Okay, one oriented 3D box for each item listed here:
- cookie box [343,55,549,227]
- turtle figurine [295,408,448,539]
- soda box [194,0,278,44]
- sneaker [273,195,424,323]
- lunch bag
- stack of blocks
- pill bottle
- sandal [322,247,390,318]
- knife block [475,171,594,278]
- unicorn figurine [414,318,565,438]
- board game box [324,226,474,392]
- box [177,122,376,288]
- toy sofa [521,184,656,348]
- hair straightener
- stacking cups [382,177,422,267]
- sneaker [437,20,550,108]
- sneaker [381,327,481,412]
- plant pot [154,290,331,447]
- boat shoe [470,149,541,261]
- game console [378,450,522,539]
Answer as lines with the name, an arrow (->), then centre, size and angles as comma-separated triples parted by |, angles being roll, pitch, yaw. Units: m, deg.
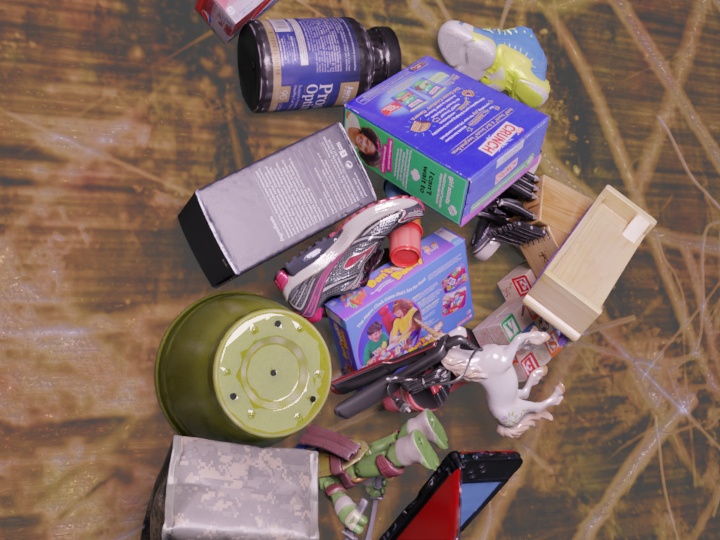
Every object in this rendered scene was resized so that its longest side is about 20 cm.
cookie box -> 0.103, -0.168, 0.957 | 0.199, 0.076, 0.170 | 35, 54, 27
turtle figurine -> 0.022, 0.267, 0.927 | 0.143, 0.192, 0.203 | 29, 36, -52
soda box -> -0.121, -0.388, 1.000 | 0.064, 0.070, 0.200 | 46, 69, -9
sneaker -> -0.005, -0.019, 0.916 | 0.199, 0.081, 0.075 | -36, 85, 0
lunch bag -> -0.149, 0.275, 0.840 | 0.161, 0.201, 0.119 | 11, 52, -17
stack of blocks -> 0.246, 0.055, 1.081 | 0.199, 0.058, 0.117 | -34, 98, -35
pill bottle -> -0.052, -0.267, 0.991 | 0.196, 0.112, 0.114 | -9, 87, -22
sandal -> 0.000, 0.000, 0.991 | 0.197, 0.055, 0.082 | -16, 49, -25
knife block -> 0.248, -0.091, 1.046 | 0.199, 0.064, 0.178 | -32, 97, -35
unicorn figurine -> 0.174, 0.125, 0.962 | 0.135, 0.074, 0.203 | -25, 96, -8
board game box -> 0.057, 0.053, 0.995 | 0.198, 0.045, 0.136 | -32, 131, -23
box -> -0.104, -0.075, 0.925 | 0.198, 0.148, 0.106 | -29, 94, -23
toy sofa -> 0.284, -0.005, 0.969 | 0.082, 0.098, 0.200 | 37, 56, 9
hair straightener -> 0.057, 0.137, 0.918 | 0.197, 0.041, 0.078 | -22, 51, 10
stacking cups -> 0.059, -0.094, 1.000 | 0.059, 0.061, 0.203 | 13, 53, -20
sneaker -> 0.200, -0.324, 1.133 | 0.198, 0.075, 0.107 | 30, 61, -24
sneaker -> 0.099, 0.135, 1.029 | 0.198, 0.086, 0.075 | -20, 85, -47
plant pot -> -0.120, 0.115, 0.870 | 0.196, 0.192, 0.205 | 3, 82, -22
boat shoe -> 0.181, -0.116, 1.097 | 0.092, 0.075, 0.202 | 33, 64, -11
game console -> 0.105, 0.320, 0.911 | 0.170, 0.202, 0.120 | 7, 40, -33
